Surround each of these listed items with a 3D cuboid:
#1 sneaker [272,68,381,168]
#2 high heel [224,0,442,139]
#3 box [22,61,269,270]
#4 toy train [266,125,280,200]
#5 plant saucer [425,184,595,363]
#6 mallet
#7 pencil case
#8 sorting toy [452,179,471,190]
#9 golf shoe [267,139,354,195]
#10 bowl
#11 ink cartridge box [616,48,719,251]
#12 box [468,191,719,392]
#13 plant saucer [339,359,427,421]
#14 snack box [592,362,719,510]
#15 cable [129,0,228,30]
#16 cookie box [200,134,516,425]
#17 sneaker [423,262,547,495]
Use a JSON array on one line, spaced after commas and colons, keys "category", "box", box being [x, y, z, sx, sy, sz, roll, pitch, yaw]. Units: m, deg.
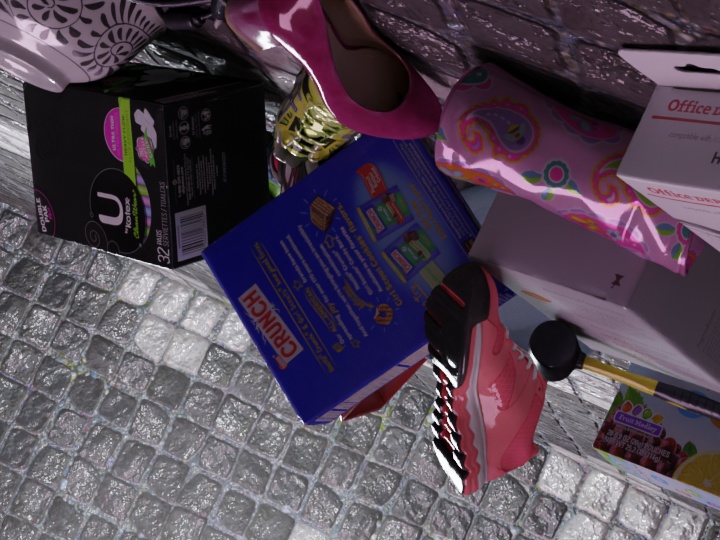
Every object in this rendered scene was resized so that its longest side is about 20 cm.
[{"category": "sneaker", "box": [-0.022, -0.122, 1.343, 0.075, 0.077, 0.200, 28, 170, -6]}, {"category": "high heel", "box": [0.006, -0.149, 1.187, 0.199, 0.068, 0.095, 34, 156, -33]}, {"category": "box", "box": [-0.192, -0.099, 1.540, 0.199, 0.150, 0.124, 14, -157, 42]}, {"category": "toy train", "box": [-0.132, -0.141, 1.598, 0.199, 0.085, 0.116, 34, 155, -7]}, {"category": "plant saucer", "box": [0.125, 0.005, 1.458, 0.200, 0.202, 0.039, 27, -152, -12]}, {"category": "mallet", "box": [0.221, 0.087, 1.324, 0.198, 0.041, 0.066, 18, 168, 19]}, {"category": "pencil case", "box": [0.149, -0.070, 1.143, 0.199, 0.088, 0.087, 23, 171, 15]}, {"category": "sorting toy", "box": [0.024, -0.008, 1.548, 0.106, 0.181, 0.200, 24, 171, 9]}, {"category": "golf shoe", "box": [-0.040, -0.045, 1.476, 0.077, 0.202, 0.088, 3, 174, -29]}, {"category": "bowl", "box": [-0.274, -0.215, 1.470, 0.199, 0.095, 0.201, 24, 172, 4]}, {"category": "ink cartridge box", "box": [0.237, -0.053, 1.018, 0.199, 0.067, 0.115, 31, 171, -33]}, {"category": "box", "box": [0.207, -0.002, 1.289, 0.152, 0.107, 0.200, 20, 170, 42]}, {"category": "plant saucer", "box": [0.056, 0.053, 1.600, 0.037, 0.200, 0.200, 44, -173, 10]}, {"category": "snack box", "box": [0.324, 0.119, 1.465, 0.199, 0.170, 0.068, 21, 168, 36]}, {"category": "cable", "box": [-0.149, -0.220, 1.211, 0.162, 0.051, 0.200, 20, 169, 35]}, {"category": "cookie box", "box": [0.000, 0.000, 1.374, 0.172, 0.199, 0.075, 58, -172, 14]}, {"category": "sneaker", "box": [0.101, 0.075, 1.311, 0.086, 0.202, 0.074, -14, -145, -18]}]
